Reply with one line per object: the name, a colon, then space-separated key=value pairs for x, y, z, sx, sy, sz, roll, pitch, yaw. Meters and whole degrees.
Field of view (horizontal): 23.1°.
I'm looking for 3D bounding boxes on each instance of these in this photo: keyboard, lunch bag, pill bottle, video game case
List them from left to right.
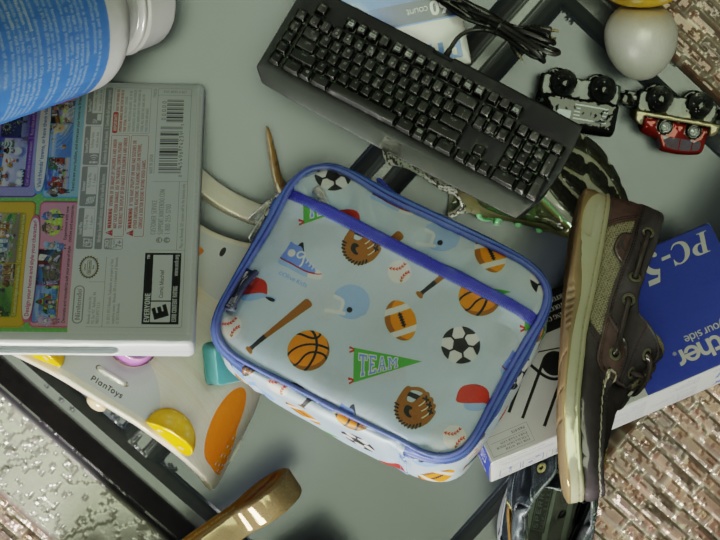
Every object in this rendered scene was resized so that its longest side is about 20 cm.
pill bottle: x=-0.213 y=-0.152 z=1.085 sx=0.200 sy=0.112 sz=0.113 roll=-26 pitch=98 yaw=-40
video game case: x=-0.193 y=-0.037 z=1.127 sx=0.181 sy=0.022 sz=0.201 roll=1 pitch=59 yaw=-3
lunch bag: x=0.012 y=0.026 z=1.099 sx=0.199 sy=0.076 sz=0.161 roll=28 pitch=76 yaw=12
keyboard: x=0.048 y=-0.127 z=1.103 sx=0.199 sy=0.021 sz=0.127 roll=28 pitch=73 yaw=7

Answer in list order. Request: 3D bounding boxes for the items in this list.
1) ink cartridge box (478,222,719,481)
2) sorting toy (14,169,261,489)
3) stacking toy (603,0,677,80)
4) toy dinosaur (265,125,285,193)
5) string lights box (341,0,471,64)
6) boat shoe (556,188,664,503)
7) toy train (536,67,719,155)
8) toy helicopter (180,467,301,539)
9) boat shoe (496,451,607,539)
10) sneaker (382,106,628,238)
ink cartridge box: x=0.155 y=0.052 z=1.144 sx=0.199 sy=0.044 sz=0.094 roll=-22 pitch=68 yaw=-6
sorting toy: x=-0.132 y=0.014 z=1.166 sx=0.199 sy=0.107 sz=0.181 roll=31 pitch=74 yaw=-5
stacking toy: x=0.182 y=-0.222 z=1.138 sx=0.145 sy=0.146 sz=0.201 roll=-1 pitch=106 yaw=-3
toy dinosaur: x=0.000 y=0.000 z=1.188 sx=0.199 sy=0.060 sz=0.107 roll=26 pitch=67 yaw=-7
string lights box: x=0.003 y=-0.224 z=1.156 sx=0.102 sy=0.059 sz=0.201 roll=-11 pitch=96 yaw=-2
boat shoe: x=0.155 y=0.045 z=1.085 sx=0.064 sy=0.072 sz=0.201 roll=5 pitch=67 yaw=5
toy train: x=0.216 y=-0.100 z=1.191 sx=0.199 sy=0.034 sz=0.046 roll=9 pitch=98 yaw=-3
toy helicopter: x=-0.124 y=0.195 z=1.151 sx=0.200 sy=0.132 sz=0.079 roll=-36 pitch=96 yaw=1
boat shoe: x=0.140 y=0.112 z=1.177 sx=0.070 sy=0.091 sz=0.201 roll=10 pitch=94 yaw=-4
sneaker: x=0.099 y=-0.059 z=1.181 sx=0.200 sy=0.089 sz=0.077 roll=33 pitch=51 yaw=-20
